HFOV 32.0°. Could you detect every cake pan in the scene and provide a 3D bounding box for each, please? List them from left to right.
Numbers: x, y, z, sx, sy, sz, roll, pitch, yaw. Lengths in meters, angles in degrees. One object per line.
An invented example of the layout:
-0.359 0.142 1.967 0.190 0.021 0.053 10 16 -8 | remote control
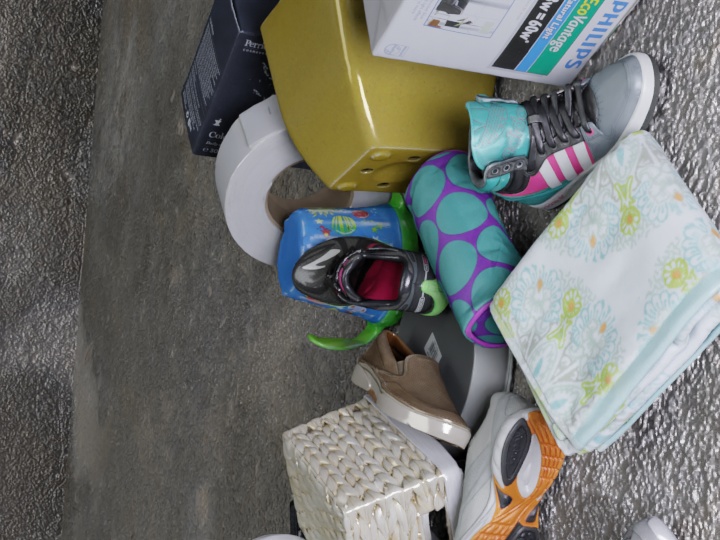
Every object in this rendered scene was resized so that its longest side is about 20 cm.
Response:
0.086 0.085 1.238 0.200 0.036 0.204 -173 90 -67 | cake pan

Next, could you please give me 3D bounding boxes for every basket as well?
0.014 0.226 1.216 0.200 0.122 0.138 -142 39 -63 | basket

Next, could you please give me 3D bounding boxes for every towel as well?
0.189 0.019 0.958 0.201 0.048 0.172 -53 42 29 | towel

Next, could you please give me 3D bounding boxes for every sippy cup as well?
-0.020 -0.013 1.382 0.140 0.128 0.181 137 136 -59 | sippy cup

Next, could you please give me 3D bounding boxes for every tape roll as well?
-0.065 -0.103 1.429 0.071 0.199 0.204 -112 36 -48 | tape roll

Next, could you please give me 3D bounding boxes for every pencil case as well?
0.108 -0.021 1.155 0.086 0.091 0.201 73 176 -47 | pencil case

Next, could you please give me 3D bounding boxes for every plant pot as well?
0.027 -0.191 1.270 0.195 0.191 0.203 143 123 -59 | plant pot

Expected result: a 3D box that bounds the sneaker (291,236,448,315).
0.000 0.000 1.242 0.198 0.083 0.078 2 83 43 | sneaker

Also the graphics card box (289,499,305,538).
-0.023 0.304 1.418 0.200 0.050 0.127 139 132 -56 | graphics card box

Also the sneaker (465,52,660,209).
0.149 -0.121 1.042 0.200 0.119 0.085 132 138 -53 | sneaker

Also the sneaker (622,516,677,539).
0.180 0.272 0.918 0.075 0.081 0.203 -130 50 -59 | sneaker

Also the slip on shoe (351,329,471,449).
0.052 0.109 1.187 0.061 0.075 0.200 -63 21 2 | slip on shoe

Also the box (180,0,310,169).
-0.095 -0.239 1.536 0.198 0.197 0.125 118 146 -41 | box

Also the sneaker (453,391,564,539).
0.119 0.202 1.107 0.092 0.075 0.203 -128 56 -68 | sneaker

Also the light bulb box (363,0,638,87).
0.108 -0.284 1.080 0.125 0.197 0.201 128 141 -52 | light bulb box

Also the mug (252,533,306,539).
-0.086 0.356 1.246 0.186 0.149 0.153 -43 38 3 | mug
